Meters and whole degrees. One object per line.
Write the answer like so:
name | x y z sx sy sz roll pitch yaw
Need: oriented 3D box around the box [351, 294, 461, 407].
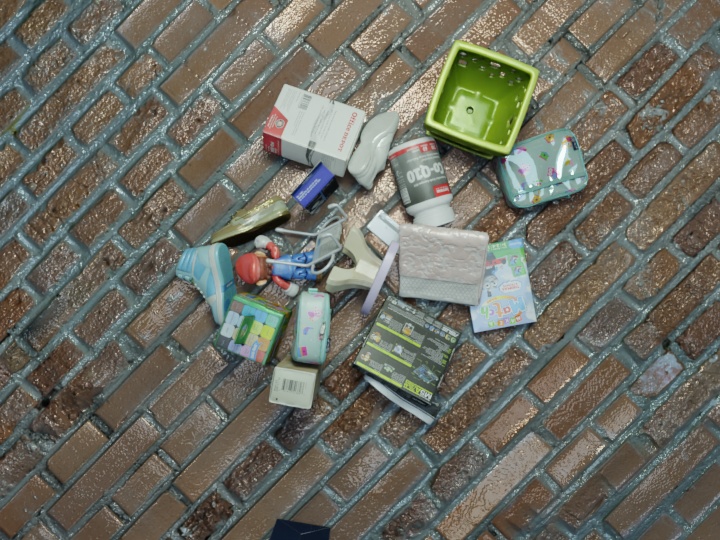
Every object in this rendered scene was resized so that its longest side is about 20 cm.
box | 0.109 0.183 1.460 0.200 0.048 0.193 27 70 0

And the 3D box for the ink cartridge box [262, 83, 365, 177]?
ink cartridge box | -0.106 -0.319 1.450 0.200 0.083 0.147 20 66 0

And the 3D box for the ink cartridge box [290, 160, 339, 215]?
ink cartridge box | -0.099 -0.180 1.415 0.039 0.200 0.099 43 92 3

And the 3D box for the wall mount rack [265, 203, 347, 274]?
wall mount rack | -0.116 -0.069 1.433 0.174 0.200 0.075 -25 123 25

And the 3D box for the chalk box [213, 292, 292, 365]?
chalk box | -0.239 0.129 1.418 0.124 0.200 0.125 22 91 0

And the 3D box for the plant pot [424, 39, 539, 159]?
plant pot | 0.258 -0.367 1.420 0.199 0.181 0.200 21 91 1

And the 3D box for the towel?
towel | 0.183 -0.011 1.436 0.200 0.032 0.191 8 121 13

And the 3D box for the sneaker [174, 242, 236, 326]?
sneaker | -0.367 0.035 1.488 0.130 0.080 0.200 -1 100 15

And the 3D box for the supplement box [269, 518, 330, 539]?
supplement box | -0.153 0.703 1.422 0.134 0.200 0.200 9 90 1

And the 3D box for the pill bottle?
pill bottle | 0.146 -0.195 1.455 0.114 0.114 0.200 -18 90 1

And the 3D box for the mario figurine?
mario figurine | -0.194 -0.012 1.493 0.200 0.106 0.124 -1 54 -10

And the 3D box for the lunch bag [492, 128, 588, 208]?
lunch bag | 0.423 -0.232 1.470 0.200 0.077 0.161 -18 90 1

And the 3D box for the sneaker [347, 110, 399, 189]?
sneaker | 0.041 -0.282 1.483 0.075 0.088 0.200 13 65 40

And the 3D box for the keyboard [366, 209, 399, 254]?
keyboard | 0.107 -0.061 1.510 0.200 0.011 0.056 40 96 0

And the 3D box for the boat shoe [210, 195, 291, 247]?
boat shoe | -0.263 -0.114 1.487 0.200 0.074 0.066 -23 74 2

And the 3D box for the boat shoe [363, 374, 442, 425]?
boat shoe | 0.102 0.283 1.481 0.199 0.074 0.068 33 85 -2

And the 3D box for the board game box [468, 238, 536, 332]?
board game box | 0.322 0.035 1.494 0.151 0.037 0.200 -11 91 1

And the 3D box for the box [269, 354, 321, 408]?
box | -0.140 0.245 1.418 0.095 0.200 0.078 9 91 0

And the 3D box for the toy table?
toy table | 0.000 0.000 1.435 0.117 0.184 0.200 25 114 0

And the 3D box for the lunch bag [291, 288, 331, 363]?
lunch bag | -0.108 0.120 1.410 0.077 0.200 0.161 8 88 -7
